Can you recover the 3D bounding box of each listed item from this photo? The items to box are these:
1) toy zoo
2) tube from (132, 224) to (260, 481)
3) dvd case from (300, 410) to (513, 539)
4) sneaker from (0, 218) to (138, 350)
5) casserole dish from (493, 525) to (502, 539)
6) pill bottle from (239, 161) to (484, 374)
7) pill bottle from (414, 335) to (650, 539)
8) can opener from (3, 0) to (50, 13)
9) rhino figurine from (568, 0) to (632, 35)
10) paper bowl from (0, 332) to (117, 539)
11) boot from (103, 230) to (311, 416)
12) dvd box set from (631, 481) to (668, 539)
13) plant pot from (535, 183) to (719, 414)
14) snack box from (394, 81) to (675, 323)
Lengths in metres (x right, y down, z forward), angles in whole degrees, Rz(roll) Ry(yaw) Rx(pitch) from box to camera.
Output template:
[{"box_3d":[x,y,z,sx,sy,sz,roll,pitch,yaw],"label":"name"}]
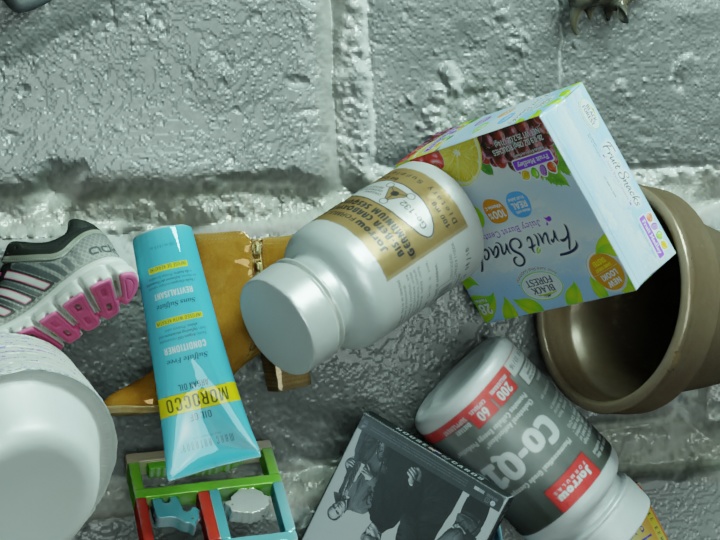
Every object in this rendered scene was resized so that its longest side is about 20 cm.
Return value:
[{"box_3d":[-0.116,0.230,1.626,0.130,0.201,0.021,-4,137,-16],"label":"toy zoo"},{"box_3d":[-0.141,0.065,1.598,0.077,0.050,0.202,-15,78,3],"label":"tube"},{"box_3d":[0.023,0.244,1.678,0.150,0.025,0.201,29,99,20],"label":"dvd case"},{"box_3d":[-0.279,0.026,1.613,0.199,0.074,0.088,-31,59,7],"label":"sneaker"},{"box_3d":[0.070,0.272,1.718,0.120,0.039,0.202,3,105,17],"label":"casserole dish"},{"box_3d":[0.000,0.000,1.642,0.199,0.114,0.115,-34,103,-33],"label":"pill bottle"},{"box_3d":[0.153,0.164,1.716,0.200,0.114,0.114,45,81,-6],"label":"pill bottle"},{"box_3d":[-0.318,-0.213,1.595,0.200,0.053,0.067,-38,104,-11],"label":"can opener"},{"box_3d":[0.244,-0.297,1.757,0.087,0.060,0.201,32,87,-27],"label":"rhino figurine"},{"box_3d":[-0.288,0.160,1.558,0.199,0.104,0.202,-19,128,-26],"label":"paper bowl"},{"box_3d":[-0.136,0.042,1.659,0.200,0.071,0.145,-10,90,-26],"label":"boot"},{"box_3d":[0.202,0.305,1.793,0.199,0.029,0.147,-32,101,-12],"label":"dvd box set"},{"box_3d":[0.281,0.034,1.735,0.174,0.200,0.202,9,91,-34],"label":"plant pot"},{"box_3d":[0.146,-0.053,1.666,0.068,0.199,0.169,-38,104,-33],"label":"snack box"}]
